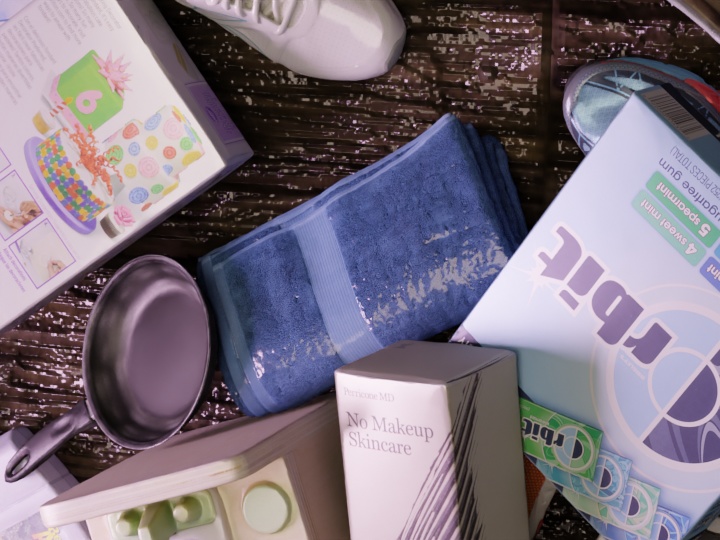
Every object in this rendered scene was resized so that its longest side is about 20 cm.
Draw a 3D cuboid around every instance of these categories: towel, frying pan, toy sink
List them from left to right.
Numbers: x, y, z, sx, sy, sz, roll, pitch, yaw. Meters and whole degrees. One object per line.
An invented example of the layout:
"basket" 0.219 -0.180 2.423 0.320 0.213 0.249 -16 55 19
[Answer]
"frying pan" -0.139 0.080 1.376 0.115 0.031 0.190 44 114 40
"toy sink" -0.073 0.151 1.319 0.130 0.200 0.112 -16 92 19
"towel" 0.000 0.000 1.333 0.200 0.049 0.112 -27 62 20

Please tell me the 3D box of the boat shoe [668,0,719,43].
"boat shoe" 0.193 -0.149 1.241 0.065 0.074 0.202 -37 80 -15

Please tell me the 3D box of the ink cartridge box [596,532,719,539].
"ink cartridge box" 0.164 0.244 1.313 0.146 0.084 0.200 32 106 12

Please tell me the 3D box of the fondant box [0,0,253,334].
"fondant box" -0.185 -0.070 1.363 0.200 0.058 0.144 -34 88 18

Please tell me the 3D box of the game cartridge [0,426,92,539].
"game cartridge" -0.207 0.207 1.461 0.133 0.041 0.200 -30 88 16

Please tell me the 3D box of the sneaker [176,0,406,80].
"sneaker" -0.069 -0.164 1.335 0.200 0.080 0.071 28 104 12

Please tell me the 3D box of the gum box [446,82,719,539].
"gum box" 0.155 0.033 1.210 0.170 0.045 0.200 47 123 18

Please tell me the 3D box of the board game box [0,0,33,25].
"board game box" -0.262 -0.102 1.432 0.200 0.037 0.152 3 99 17

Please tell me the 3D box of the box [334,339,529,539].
"box" 0.043 0.143 1.251 0.082 0.068 0.200 3 106 38

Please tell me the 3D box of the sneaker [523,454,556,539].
"sneaker" 0.062 0.163 1.334 0.077 0.073 0.200 9 94 -22

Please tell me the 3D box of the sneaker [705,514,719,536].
"sneaker" 0.162 0.063 1.291 0.200 0.080 0.086 42 106 7

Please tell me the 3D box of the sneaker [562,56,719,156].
"sneaker" 0.187 -0.042 1.257 0.200 0.096 0.079 44 108 8
